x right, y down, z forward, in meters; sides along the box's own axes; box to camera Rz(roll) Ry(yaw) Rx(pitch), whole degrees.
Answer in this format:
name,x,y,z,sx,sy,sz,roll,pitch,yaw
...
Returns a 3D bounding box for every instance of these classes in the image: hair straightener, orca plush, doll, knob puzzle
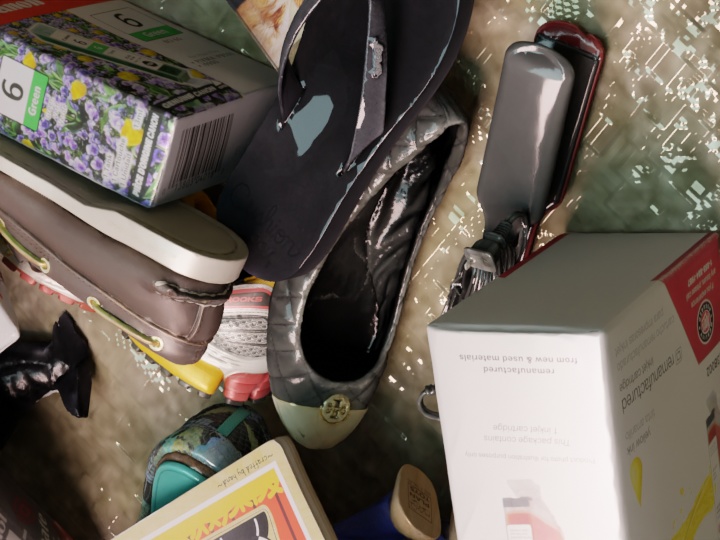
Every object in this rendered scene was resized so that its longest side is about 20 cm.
name,x,y,z,sx,sy,sz,roll,pitch,yaw
hair straightener,0.055,-0.013,0.958,0.041,0.077,0.201,29,119,17
orca plush,-0.231,0.097,1.170,0.199,0.071,0.106,-15,99,34
doll,-0.029,0.173,1.059,0.136,0.049,0.200,31,121,-31
knob puzzle,-0.062,0.206,0.987,0.218,0.030,0.222,3,96,35

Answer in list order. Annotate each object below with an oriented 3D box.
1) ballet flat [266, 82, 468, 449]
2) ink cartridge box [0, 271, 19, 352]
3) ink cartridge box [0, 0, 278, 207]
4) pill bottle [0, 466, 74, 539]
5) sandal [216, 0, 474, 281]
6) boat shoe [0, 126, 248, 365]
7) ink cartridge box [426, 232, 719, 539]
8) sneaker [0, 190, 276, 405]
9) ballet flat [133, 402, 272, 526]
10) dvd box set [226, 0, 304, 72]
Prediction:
name,x,y,z,sx,sy,sz,roll,pitch,yaw
ballet flat,0.000,0.000,0.998,0.057,0.066,0.201,46,128,49
ink cartridge box,-0.244,-0.025,1.041,0.084,0.200,0.145,-33,108,-3
ink cartridge box,-0.145,-0.101,1.026,0.199,0.109,0.051,27,115,21
pill bottle,-0.228,0.141,1.106,0.110,0.111,0.200,-4,141,31
sandal,-0.009,-0.081,0.941,0.076,0.043,0.201,34,112,25
boat shoe,-0.141,-0.024,1.000,0.199,0.072,0.060,29,110,26
ink cartridge box,0.107,0.098,0.925,0.083,0.145,0.202,0,107,29
sneaker,-0.111,-0.019,1.066,0.199,0.078,0.083,31,112,10
ballet flat,-0.084,0.138,1.096,0.074,0.074,0.200,41,140,12
dvd box set,0.005,-0.184,0.957,0.200,0.029,0.147,-38,85,35
